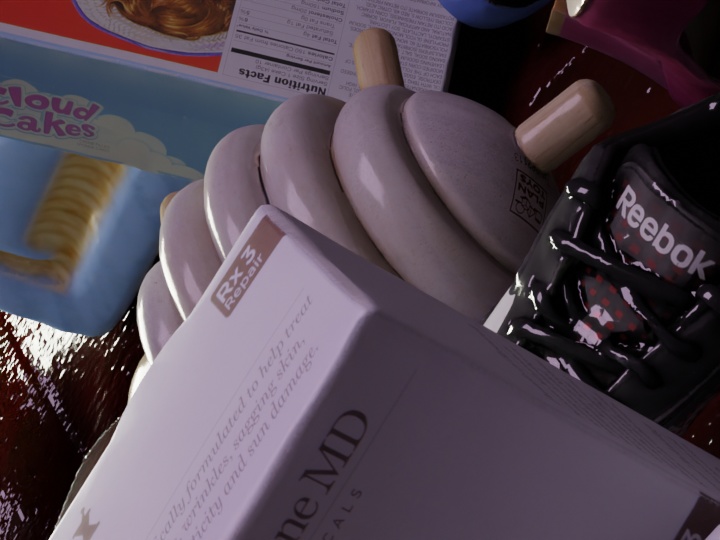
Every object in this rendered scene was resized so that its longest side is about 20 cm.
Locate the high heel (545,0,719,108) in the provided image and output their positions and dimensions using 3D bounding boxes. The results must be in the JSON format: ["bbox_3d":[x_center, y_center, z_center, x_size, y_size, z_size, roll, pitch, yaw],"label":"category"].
[{"bbox_3d":[0.103,-0.074,0.788,0.200,0.095,0.068,103,-174,-79],"label":"high heel"}]

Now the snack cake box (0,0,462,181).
[{"bbox_3d":[-0.063,-0.097,1.087,0.067,0.199,0.116,104,179,-59],"label":"snack cake box"}]

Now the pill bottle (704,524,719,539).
[{"bbox_3d":[0.102,0.122,0.648,0.201,0.116,0.116,-58,25,5],"label":"pill bottle"}]

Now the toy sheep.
[{"bbox_3d":[0.000,0.000,0.960,0.200,0.138,0.138,-42,30,23],"label":"toy sheep"}]

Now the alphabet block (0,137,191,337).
[{"bbox_3d":[-0.150,-0.123,1.244,0.196,0.195,0.201,126,160,-54],"label":"alphabet block"}]

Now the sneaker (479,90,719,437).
[{"bbox_3d":[0.063,0.021,0.783,0.200,0.071,0.098,-44,-22,-14],"label":"sneaker"}]

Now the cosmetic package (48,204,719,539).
[{"bbox_3d":[0.037,0.077,0.710,0.102,0.199,0.074,-58,32,7],"label":"cosmetic package"}]

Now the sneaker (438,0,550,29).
[{"bbox_3d":[0.087,-0.178,1.044,0.201,0.070,0.078,-65,20,-8],"label":"sneaker"}]
